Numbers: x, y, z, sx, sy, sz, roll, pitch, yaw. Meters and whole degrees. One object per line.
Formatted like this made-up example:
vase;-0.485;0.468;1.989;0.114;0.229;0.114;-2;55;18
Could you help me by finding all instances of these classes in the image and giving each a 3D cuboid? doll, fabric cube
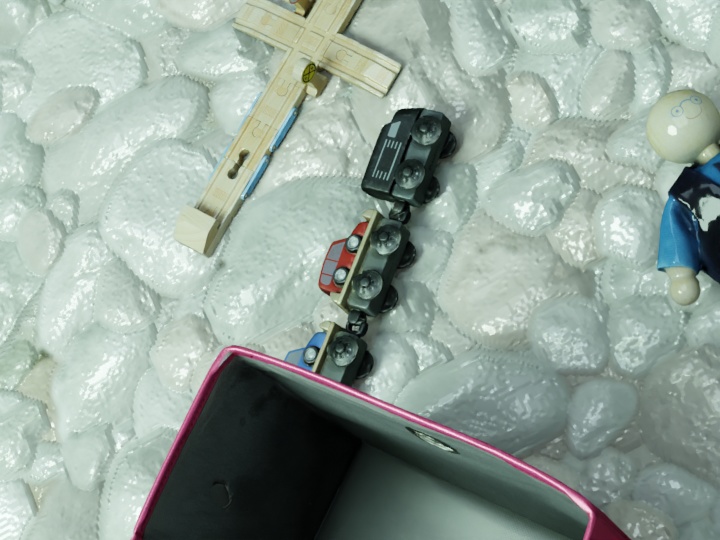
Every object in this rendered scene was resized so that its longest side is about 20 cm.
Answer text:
doll;0.221;-0.019;0.912;0.136;0.048;0.200;-38;66;-7
fabric cube;0.010;0.178;0.840;0.196;0.199;0.200;22;81;25

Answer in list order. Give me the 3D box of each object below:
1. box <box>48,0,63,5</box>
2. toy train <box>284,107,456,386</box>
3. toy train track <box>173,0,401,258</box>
box;-0.193;-0.299;1.120;0.200;0.106;0.152;-47;64;0
toy train;0.000;0.000;0.993;0.046;0.034;0.200;15;78;27
toy train track;-0.053;-0.102;1.046;0.115;0.033;0.200;28;84;25
